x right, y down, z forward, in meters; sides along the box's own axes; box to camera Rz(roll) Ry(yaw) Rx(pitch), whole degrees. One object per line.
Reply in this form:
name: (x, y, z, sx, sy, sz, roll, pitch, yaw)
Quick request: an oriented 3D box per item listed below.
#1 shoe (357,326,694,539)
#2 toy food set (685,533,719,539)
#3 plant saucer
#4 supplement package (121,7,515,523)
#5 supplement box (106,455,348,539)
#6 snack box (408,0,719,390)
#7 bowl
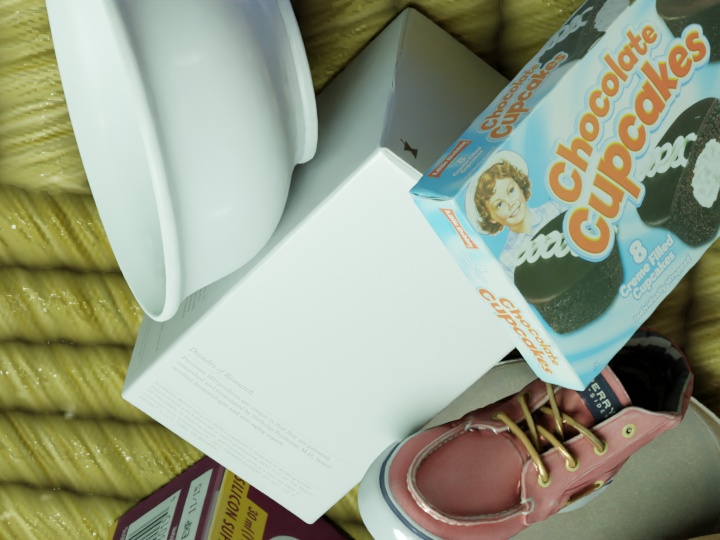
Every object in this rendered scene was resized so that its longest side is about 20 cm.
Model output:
shoe: (0.081, 0.077, 1.386, 0.071, 0.200, 0.091, 51, 121, 15)
toy food set: (0.185, 0.201, 1.542, 0.198, 0.049, 0.200, 6, 137, -21)
plant saucer: (0.107, 0.114, 1.535, 0.200, 0.032, 0.200, 4, 126, 6)
supplement package: (0.000, 0.000, 1.410, 0.120, 0.121, 0.200, 35, 125, -17)
supplement box: (-0.042, 0.211, 1.568, 0.103, 0.131, 0.200, -36, 115, 29)
snack box: (0.121, -0.058, 1.315, 0.037, 0.200, 0.116, 11, 144, 55)
bowl: (-0.076, -0.084, 1.338, 0.090, 0.201, 0.201, -15, 127, -13)
